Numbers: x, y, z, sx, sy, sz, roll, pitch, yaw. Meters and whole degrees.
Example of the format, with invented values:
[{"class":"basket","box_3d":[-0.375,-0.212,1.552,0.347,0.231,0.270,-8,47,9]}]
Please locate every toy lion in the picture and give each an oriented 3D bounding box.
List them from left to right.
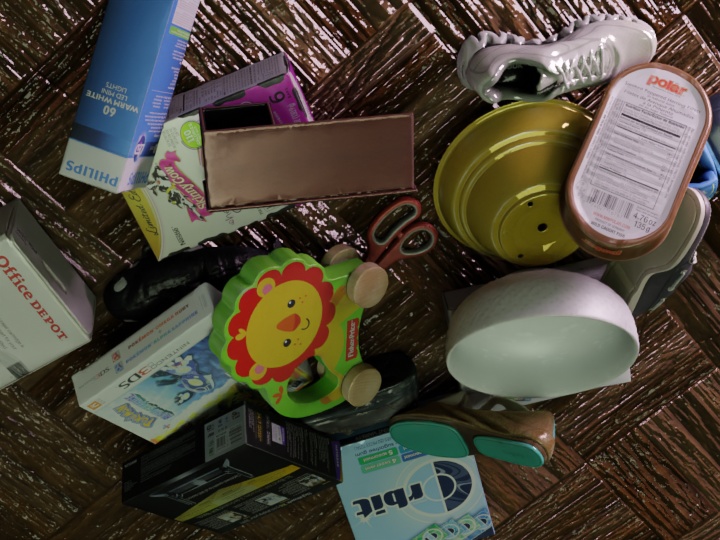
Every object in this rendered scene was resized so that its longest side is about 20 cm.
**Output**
[{"class":"toy lion","box_3d":[-0.067,0.067,1.180,0.190,0.068,0.203,-19,126,-32]}]

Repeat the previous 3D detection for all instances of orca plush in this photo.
[{"class":"orca plush","box_3d":[-0.172,0.026,1.200,0.197,0.071,0.107,0,120,-8]}]

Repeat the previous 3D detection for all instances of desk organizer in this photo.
[{"class":"desk organizer","box_3d":[-0.050,-0.112,1.067,0.197,0.072,0.078,-6,118,-8]}]

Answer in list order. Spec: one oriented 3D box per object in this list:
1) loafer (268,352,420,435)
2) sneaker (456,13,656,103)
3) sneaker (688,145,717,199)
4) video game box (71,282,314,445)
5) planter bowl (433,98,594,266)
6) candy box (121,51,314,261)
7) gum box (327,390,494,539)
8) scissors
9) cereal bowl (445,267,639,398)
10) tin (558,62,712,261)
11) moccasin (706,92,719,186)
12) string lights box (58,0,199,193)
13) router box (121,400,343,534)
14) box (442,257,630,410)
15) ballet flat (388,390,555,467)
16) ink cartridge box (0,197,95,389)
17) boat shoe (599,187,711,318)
[{"class":"loafer","box_3d":[-0.025,0.162,1.302,0.197,0.073,0.073,-15,126,3]},{"class":"sneaker","box_3d":[0.196,-0.198,1.115,0.197,0.081,0.076,-11,120,-3]},{"class":"sneaker","box_3d":[0.324,-0.075,1.187,0.075,0.105,0.202,-18,121,1]},{"class":"video game box","box_3d":[-0.174,0.115,1.227,0.181,0.047,0.200,-33,143,14]},{"class":"planter bowl","box_3d":[0.177,-0.066,1.166,0.197,0.084,0.202,-4,131,-4]},{"class":"candy box","box_3d":[-0.138,-0.111,1.131,0.198,0.061,0.138,-21,121,5]},{"class":"gum box","box_3d":[0.060,0.257,1.383,0.168,0.045,0.202,-17,120,2]},{"class":"scissors","box_3d":[0.000,0.000,1.245,0.200,0.014,0.073,-41,119,17]},{"class":"cereal bowl","box_3d":[0.186,0.057,1.194,0.197,0.084,0.201,1,150,0]},{"class":"tin","box_3d":[0.264,-0.106,1.093,0.111,0.042,0.202,24,75,7]},{"class":"moccasin","box_3d":[0.413,-0.098,1.201,0.068,0.081,0.201,-30,120,12]},{"class":"string lights box","box_3d":[-0.200,-0.175,1.020,0.058,0.103,0.203,18,97,0]},{"class":"router box","box_3d":[-0.142,0.224,1.273,0.199,0.053,0.157,-28,141,29]},{"class":"box","box_3d":[0.201,0.076,1.298,0.197,0.041,0.158,-13,121,1]},{"class":"ballet flat","box_3d":[0.127,0.168,1.265,0.198,0.073,0.068,0,133,36]},{"class":"ink cartridge box","box_3d":[-0.392,0.042,1.173,0.198,0.083,0.148,-27,121,9]},{"class":"boat shoe","box_3d":[0.310,-0.018,1.177,0.062,0.073,0.201,-8,147,-25]}]
